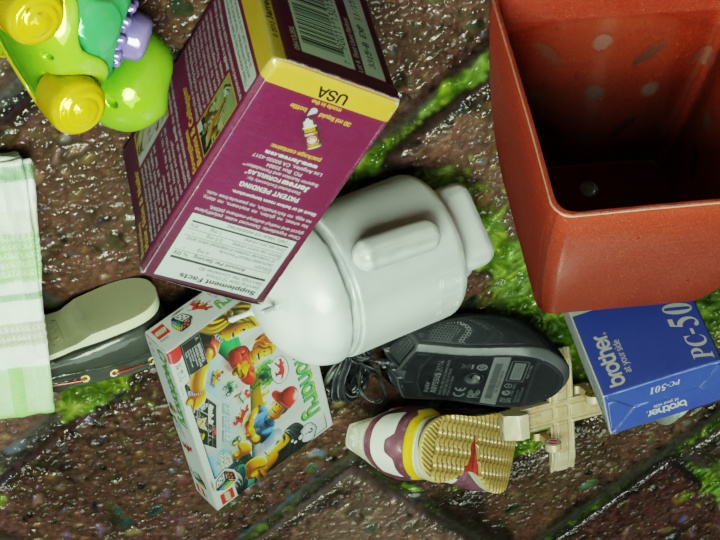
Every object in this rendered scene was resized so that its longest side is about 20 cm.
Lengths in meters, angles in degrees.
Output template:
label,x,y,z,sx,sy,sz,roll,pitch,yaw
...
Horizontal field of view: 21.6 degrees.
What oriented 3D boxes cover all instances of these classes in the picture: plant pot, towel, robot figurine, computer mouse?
label,x,y,z,sx,sy,sz,roll,pitch,yaw
plant pot,0.193,-0.077,1.365,0.198,0.202,0.177,-5,147,-12
towel,-0.301,0.016,1.363,0.148,0.031,0.202,-5,111,-7
robot figurine,0.000,0.000,1.403,0.199,0.114,0.170,-21,170,-24
computer mouse,0.075,0.063,1.558,0.198,0.053,0.139,7,142,-10

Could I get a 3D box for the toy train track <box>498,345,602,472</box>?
label,x,y,z,sx,sy,sz,roll,pitch,yaw
toy train track,0.216,0.116,1.636,0.198,0.033,0.116,-13,113,-18

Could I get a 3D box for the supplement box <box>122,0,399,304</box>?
label,x,y,z,sx,sy,sz,roll,pitch,yaw
supplement box,-0.073,-0.096,1.297,0.102,0.132,0.200,16,128,-29

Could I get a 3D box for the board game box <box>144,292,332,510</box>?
label,x,y,z,sx,sy,sz,roll,pitch,yaw
board game box,-0.093,0.088,1.506,0.126,0.035,0.201,-36,141,-21

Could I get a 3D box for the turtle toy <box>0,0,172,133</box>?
label,x,y,z,sx,sy,sz,roll,pitch,yaw
turtle toy,-0.185,-0.161,1.199,0.101,0.146,0.201,-34,138,-12

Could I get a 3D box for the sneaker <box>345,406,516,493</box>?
label,x,y,z,sx,sy,sz,roll,pitch,yaw
sneaker,0.065,0.147,1.620,0.089,0.076,0.200,8,173,29

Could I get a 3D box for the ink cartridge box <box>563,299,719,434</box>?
label,x,y,z,sx,sy,sz,roll,pitch,yaw
ink cartridge box,0.206,0.031,1.453,0.093,0.201,0.044,-17,131,1

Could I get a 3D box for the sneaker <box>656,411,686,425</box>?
label,x,y,z,sx,sy,sz,roll,pitch,yaw
sneaker,0.239,0.060,1.518,0.080,0.200,0.071,-31,105,4

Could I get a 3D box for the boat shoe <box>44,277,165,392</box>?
label,x,y,z,sx,sy,sz,roll,pitch,yaw
boat shoe,-0.244,0.067,1.449,0.199,0.074,0.064,-17,128,-6
